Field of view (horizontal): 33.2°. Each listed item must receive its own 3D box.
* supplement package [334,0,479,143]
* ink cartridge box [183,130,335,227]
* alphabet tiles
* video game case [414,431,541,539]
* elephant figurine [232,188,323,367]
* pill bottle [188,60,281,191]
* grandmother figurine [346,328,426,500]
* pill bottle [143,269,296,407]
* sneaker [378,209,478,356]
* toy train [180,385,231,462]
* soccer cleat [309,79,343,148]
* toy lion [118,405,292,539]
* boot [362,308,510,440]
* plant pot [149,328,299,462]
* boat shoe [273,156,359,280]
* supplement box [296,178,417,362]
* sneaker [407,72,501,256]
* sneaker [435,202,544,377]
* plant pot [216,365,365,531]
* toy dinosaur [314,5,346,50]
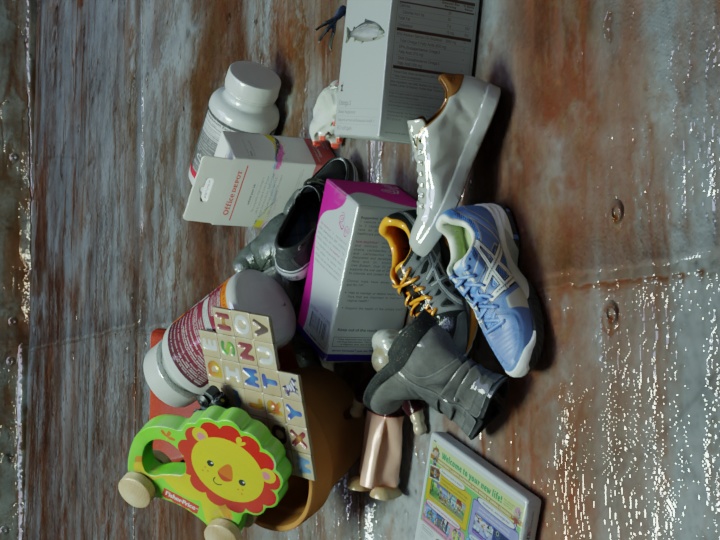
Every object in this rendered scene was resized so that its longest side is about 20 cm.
[{"bbox_3d":[0.053,-0.246,1.378,0.117,0.117,0.201,15,100,63],"label":"supplement package"},{"bbox_3d":[-0.142,-0.123,1.652,0.117,0.199,0.068,-66,35,34],"label":"ink cartridge box"},{"bbox_3d":[-0.126,0.143,1.436,0.167,0.008,0.201,7,113,43],"label":"alphabet tiles"},{"bbox_3d":[0.119,0.294,1.304,0.200,0.022,0.183,28,113,61],"label":"video game case"},{"bbox_3d":[-0.070,0.030,1.606,0.200,0.141,0.155,56,180,36],"label":"elephant figurine"},{"bbox_3d":[-0.187,-0.212,1.843,0.111,0.110,0.201,62,139,44],"label":"pill bottle"},{"bbox_3d":[0.030,0.170,1.445,0.121,0.060,0.201,9,98,33],"label":"grandmother figurine"},{"bbox_3d":[-0.183,0.091,1.543,0.200,0.109,0.110,-35,55,33],"label":"pill bottle"},{"bbox_3d":[0.073,0.018,1.358,0.078,0.077,0.201,-50,47,46],"label":"sneaker"},{"bbox_3d":[-0.193,0.217,1.509,0.046,0.034,0.200,36,136,15],"label":"toy train"},{"bbox_3d":[-0.018,-0.218,1.569,0.200,0.069,0.078,159,114,-63],"label":"soccer cleat"},{"bbox_3d":[-0.183,0.236,1.458,0.069,0.199,0.192,-52,-17,-53],"label":"toy lion"},{"bbox_3d":[0.080,0.139,1.311,0.132,0.070,0.200,41,152,11],"label":"boot"},{"bbox_3d":[-0.167,0.181,1.700,0.176,0.199,0.201,-7,81,50],"label":"plant pot"},{"bbox_3d":[-0.059,-0.081,1.540,0.200,0.070,0.066,-60,-26,-31],"label":"boat shoe"},{"bbox_3d":[0.000,0.000,1.473,0.101,0.103,0.201,44,127,57],"label":"supplement box"},{"bbox_3d":[0.078,-0.118,1.312,0.073,0.084,0.201,-110,41,-82],"label":"sneaker"},{"bbox_3d":[0.130,0.020,1.248,0.076,0.077,0.201,-51,46,46],"label":"sneaker"},{"bbox_3d":[-0.087,0.210,1.533,0.199,0.140,0.201,18,119,37],"label":"plant pot"},{"bbox_3d":[0.032,-0.332,1.509,0.105,0.200,0.182,8,123,26],"label":"toy dinosaur"}]
